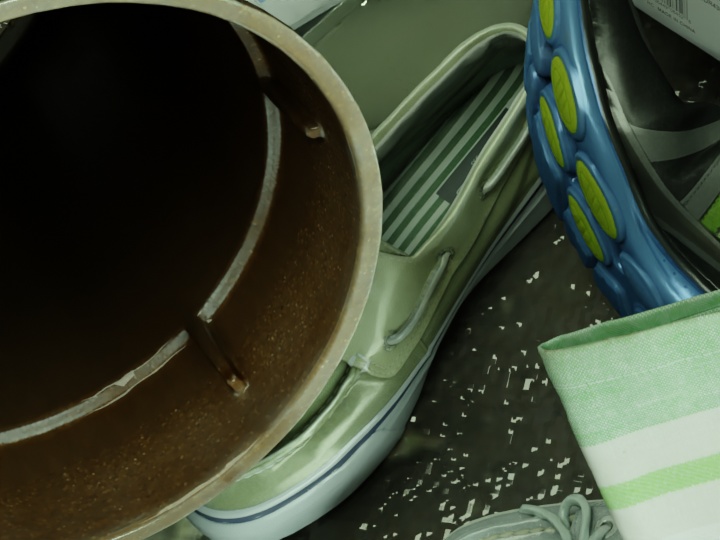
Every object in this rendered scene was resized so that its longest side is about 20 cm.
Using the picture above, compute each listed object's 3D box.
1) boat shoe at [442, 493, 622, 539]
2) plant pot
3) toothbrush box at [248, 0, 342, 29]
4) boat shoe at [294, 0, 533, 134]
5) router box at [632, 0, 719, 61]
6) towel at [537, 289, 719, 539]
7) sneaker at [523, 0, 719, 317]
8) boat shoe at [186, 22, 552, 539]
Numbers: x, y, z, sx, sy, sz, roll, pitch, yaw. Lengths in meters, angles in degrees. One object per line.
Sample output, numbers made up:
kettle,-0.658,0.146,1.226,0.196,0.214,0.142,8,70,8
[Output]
boat shoe,0.108,0.102,0.873,0.201,0.065,0.075,8,69,24
plant pot,-0.122,-0.047,0.871,0.200,0.200,0.198,-37,44,1
toothbrush box,-0.063,-0.185,0.992,0.086,0.146,0.200,-31,34,3
boat shoe,-0.015,-0.072,1.002,0.201,0.072,0.060,-35,41,-7
router box,0.135,-0.161,0.967,0.179,0.049,0.200,-39,56,-23
towel,0.152,0.091,0.796,0.152,0.201,0.023,-17,17,28
sneaker,0.118,-0.014,0.911,0.082,0.071,0.200,-32,80,-14
boat shoe,0.000,0.000,0.966,0.072,0.062,0.200,31,79,30
